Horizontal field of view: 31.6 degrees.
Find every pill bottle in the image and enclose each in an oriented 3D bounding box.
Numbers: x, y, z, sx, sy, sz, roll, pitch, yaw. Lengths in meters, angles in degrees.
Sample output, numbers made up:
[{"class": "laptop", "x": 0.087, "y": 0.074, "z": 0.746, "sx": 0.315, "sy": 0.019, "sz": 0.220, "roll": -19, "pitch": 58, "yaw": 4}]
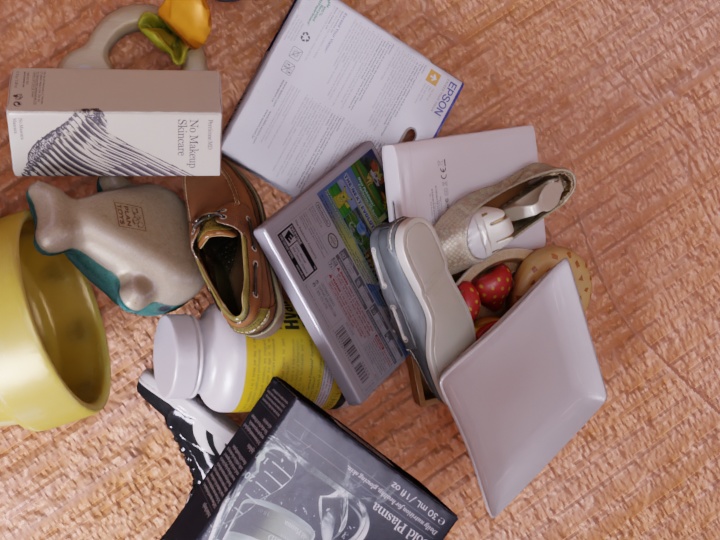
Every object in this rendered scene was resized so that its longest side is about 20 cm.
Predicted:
[{"class": "pill bottle", "x": -0.103, "y": 0.086, "z": 1.282, "sx": 0.197, "sy": 0.111, "sz": 0.113, "roll": 1, "pitch": 96, "yaw": -26}]

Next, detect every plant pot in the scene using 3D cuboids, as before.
[{"class": "plant pot", "x": -0.362, "y": 0.068, "z": 1.207, "sx": 0.186, "sy": 0.201, "sz": 0.204, "roll": -19, "pitch": 100, "yaw": 5}]

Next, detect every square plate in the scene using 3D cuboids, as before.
[{"class": "square plate", "x": 0.167, "y": 0.119, "z": 1.305, "sx": 0.200, "sy": 0.028, "sz": 0.200, "roll": -40, "pitch": 128, "yaw": -25}]

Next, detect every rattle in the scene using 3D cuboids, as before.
[{"class": "rattle", "x": -0.239, "y": -0.188, "z": 1.225, "sx": 0.197, "sy": 0.143, "sz": 0.132, "roll": -18, "pitch": 106, "yaw": -13}]

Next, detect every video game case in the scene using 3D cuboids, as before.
[{"class": "video game case", "x": 0.000, "y": 0.000, "z": 1.272, "sx": 0.182, "sy": 0.022, "sz": 0.202, "roll": -42, "pitch": 109, "yaw": -39}]

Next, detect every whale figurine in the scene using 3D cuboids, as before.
[{"class": "whale figurine", "x": -0.242, "y": -0.021, "z": 1.235, "sx": 0.198, "sy": 0.103, "sz": 0.161, "roll": 13, "pitch": 49, "yaw": -44}]

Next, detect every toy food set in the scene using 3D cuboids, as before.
[{"class": "toy food set", "x": 0.162, "y": 0.076, "z": 1.349, "sx": 0.197, "sy": 0.048, "sz": 0.201, "roll": -7, "pitch": 104, "yaw": -31}]

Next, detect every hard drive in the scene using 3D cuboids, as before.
[{"class": "hard drive", "x": 0.111, "y": -0.076, "z": 1.332, "sx": 0.198, "sy": 0.027, "sz": 0.134, "roll": -12, "pitch": 98, "yaw": -37}]

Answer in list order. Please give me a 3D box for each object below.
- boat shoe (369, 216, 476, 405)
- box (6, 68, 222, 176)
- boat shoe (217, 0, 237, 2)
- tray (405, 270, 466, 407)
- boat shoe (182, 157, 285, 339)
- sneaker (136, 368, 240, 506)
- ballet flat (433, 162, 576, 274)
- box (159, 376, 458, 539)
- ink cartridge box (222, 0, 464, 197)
[{"class": "boat shoe", "x": 0.061, "y": 0.041, "z": 1.260, "sx": 0.073, "sy": 0.061, "sz": 0.203, "roll": -36, "pitch": 116, "yaw": -40}, {"class": "box", "x": -0.230, "y": -0.140, "z": 1.206, "sx": 0.196, "sy": 0.069, "sz": 0.083, "roll": -1, "pitch": 135, "yaw": -8}, {"class": "boat shoe", "x": -0.074, "y": -0.342, "z": 1.286, "sx": 0.200, "sy": 0.090, "sz": 0.071, "roll": -41, "pitch": 105, "yaw": -33}, {"class": "tray", "x": 0.088, "y": 0.036, "z": 1.378, "sx": 0.097, "sy": 0.037, "sz": 0.203, "roll": -13, "pitch": 100, "yaw": -11}, {"class": "boat shoe", "x": -0.127, "y": -0.034, "z": 1.217, "sx": 0.071, "sy": 0.068, "sz": 0.202, "roll": -31, "pitch": 67, "yaw": 13}, {"class": "sneaker", "x": -0.170, "y": 0.199, "z": 1.318, "sx": 0.199, "sy": 0.073, "sz": 0.112, "roll": 37, "pitch": 90, "yaw": -13}, {"class": "ballet flat", "x": 0.147, "y": -0.059, "z": 1.303, "sx": 0.199, "sy": 0.062, "sz": 0.068, "roll": -36, "pitch": 114, "yaw": -31}, {"class": "box", "x": -0.051, "y": 0.243, "z": 1.191, "sx": 0.199, "sy": 0.124, "sz": 0.198, "roll": 37, "pitch": 86, "yaw": -14}, {"class": "ink cartridge box", "x": -0.022, "y": -0.161, "z": 1.327, "sx": 0.198, "sy": 0.043, "sz": 0.198, "roll": 30, "pitch": 87, "yaw": -16}]
